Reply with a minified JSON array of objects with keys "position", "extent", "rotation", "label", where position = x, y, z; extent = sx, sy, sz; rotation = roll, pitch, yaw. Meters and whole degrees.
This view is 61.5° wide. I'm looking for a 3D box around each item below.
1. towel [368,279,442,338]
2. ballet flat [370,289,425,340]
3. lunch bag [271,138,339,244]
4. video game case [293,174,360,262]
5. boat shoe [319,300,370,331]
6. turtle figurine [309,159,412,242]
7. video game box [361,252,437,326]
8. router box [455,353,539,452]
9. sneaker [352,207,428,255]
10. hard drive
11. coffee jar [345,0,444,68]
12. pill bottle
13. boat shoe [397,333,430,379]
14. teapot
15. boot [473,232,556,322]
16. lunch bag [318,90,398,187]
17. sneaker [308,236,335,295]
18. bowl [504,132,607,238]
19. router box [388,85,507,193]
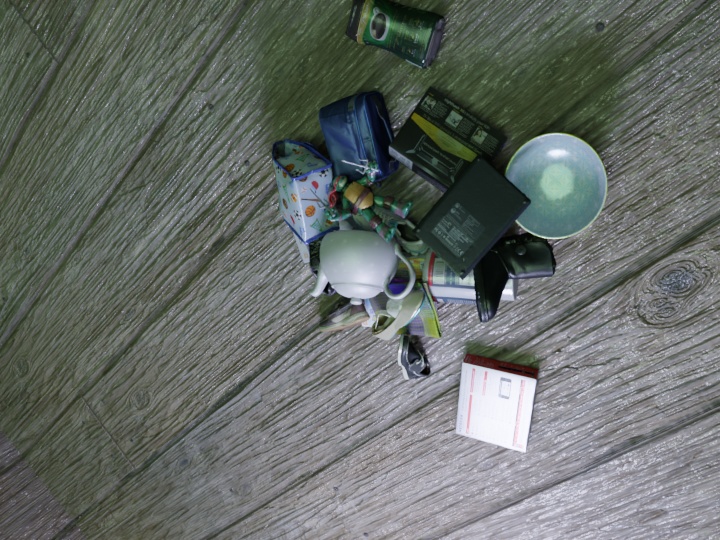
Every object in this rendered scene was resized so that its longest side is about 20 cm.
[{"position":[0.095,0.088,1.393],"extent":[0.197,0.023,0.147],"rotation":[1,117,48],"label":"towel"},{"position":[0.075,0.097,1.339],"extent":[0.069,0.070,0.201],"rotation":[40,141,5],"label":"ballet flat"},{"position":[-0.135,-0.190,1.378],"extent":[0.200,0.121,0.174],"rotation":[40,145,47],"label":"lunch bag"},{"position":[-0.089,-0.127,1.487],"extent":[0.196,0.023,0.187],"rotation":[-13,103,28],"label":"video game case"},{"position":[-0.044,0.112,1.516],"extent":[0.199,0.070,0.067],"rotation":[-24,75,57],"label":"boat shoe"},{"position":[0.002,-0.154,1.259],"extent":[0.197,0.101,0.152],"rotation":[33,96,7],"label":"turtle figurine"},{"position":[0.086,0.049,1.461],"extent":[0.195,0.047,0.187],"rotation":[1,113,24],"label":"video game box"},{"position":[0.325,0.317,1.451],"extent":[0.175,0.049,0.206],"rotation":[11,113,21],"label":"router box"},{"position":[0.069,-0.107,1.376],"extent":[0.196,0.087,0.077],"rotation":[25,85,10],"label":"sneaker"},{"position":[0.216,-0.105,1.182],"extent":[0.139,0.033,0.201],"rotation":[43,97,12],"label":"hard drive"},{"position":[0.068,-0.497,1.238],"extent":[0.196,0.085,0.106],"rotation":[26,121,12],"label":"coffee jar"},{"position":[0.244,0.014,1.332],"extent":[0.195,0.119,0.123],"rotation":[4,111,23],"label":"pill bottle"},{"position":[0.127,0.206,1.444],"extent":[0.066,0.074,0.201],"rotation":[3,152,17],"label":"boat shoe"},{"position":[0.000,0.000,1.339],"extent":[0.192,0.200,0.151],"rotation":[6,80,-17],"label":"teapot"},{"position":[0.308,0.005,1.207],"extent":[0.163,0.204,0.077],"rotation":[-4,144,9],"label":"boot"},{"position":[0.010,-0.280,1.318],"extent":[0.129,0.136,0.205],"rotation":[-9,107,27],"label":"lunch bag"},{"position":[-0.092,-0.040,1.458],"extent":[0.074,0.087,0.205],"rotation":[-13,103,29],"label":"sneaker"},{"position":[0.389,-0.177,1.199],"extent":[0.195,0.108,0.206],"rotation":[9,113,22],"label":"bowl"},{"position":[0.179,-0.257,1.252],"extent":[0.198,0.052,0.159],"rotation":[36,84,8],"label":"router box"}]
